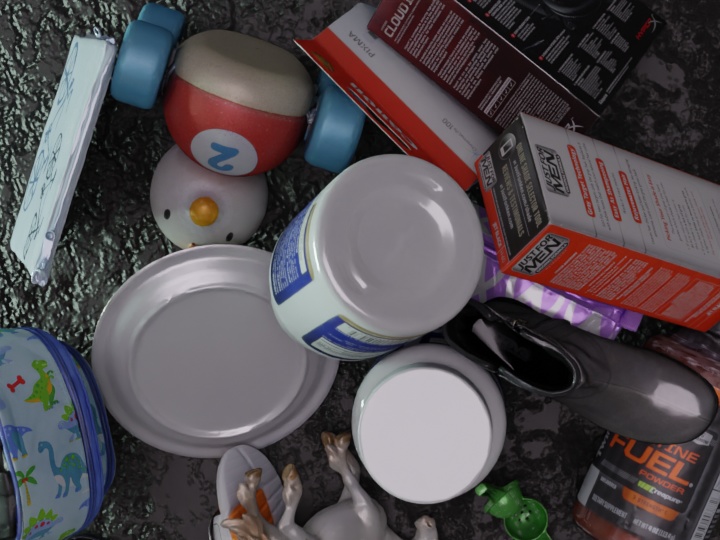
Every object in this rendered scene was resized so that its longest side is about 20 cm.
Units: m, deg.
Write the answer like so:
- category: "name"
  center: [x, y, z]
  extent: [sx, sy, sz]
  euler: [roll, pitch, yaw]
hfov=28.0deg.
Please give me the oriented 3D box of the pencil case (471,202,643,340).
- category: "pencil case"
  center: [0.120, 0.002, 1.131]
  extent: [0.198, 0.086, 0.084]
  euler: [27, 63, 1]

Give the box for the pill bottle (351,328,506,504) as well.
- category: "pill bottle"
  center: [0.052, 0.108, 1.084]
  extent: [0.114, 0.200, 0.117]
  euler: [0, 92, 5]

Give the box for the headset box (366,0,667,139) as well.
- category: "headset box"
  center: [0.112, -0.191, 1.089]
  extent: [0.199, 0.149, 0.077]
  euler: [37, 137, 2]

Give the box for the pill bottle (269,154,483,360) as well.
- category: "pill bottle"
  center: [0.000, 0.000, 1.018]
  extent: [0.118, 0.200, 0.121]
  euler: [3, 79, -16]

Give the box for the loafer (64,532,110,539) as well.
- category: "loafer"
  center: [-0.165, 0.275, 1.178]
  extent: [0.198, 0.063, 0.073]
  euler: [21, 94, 4]

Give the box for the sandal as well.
- category: "sandal"
  center: [-0.085, 0.247, 1.162]
  extent: [0.059, 0.079, 0.209]
  euler: [-22, 83, 32]

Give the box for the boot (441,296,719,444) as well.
- category: "boot"
  center: [0.154, 0.076, 1.020]
  extent: [0.198, 0.132, 0.071]
  euler: [19, 94, 12]

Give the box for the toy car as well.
- category: "toy car"
  center: [-0.111, -0.077, 1.117]
  extent: [0.182, 0.177, 0.202]
  euler: [17, 106, -7]

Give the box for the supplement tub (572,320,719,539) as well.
- category: "supplement tub"
  center: [0.246, 0.123, 1.115]
  extent: [0.106, 0.107, 0.202]
  euler: [23, 94, 4]

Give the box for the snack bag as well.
- category: "snack bag"
  center: [-0.225, -0.093, 1.108]
  extent: [0.021, 0.200, 0.191]
  euler: [18, 93, -20]

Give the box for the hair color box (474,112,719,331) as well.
- category: "hair color box"
  center: [0.183, -0.032, 1.032]
  extent: [0.198, 0.102, 0.061]
  euler: [16, 137, -30]

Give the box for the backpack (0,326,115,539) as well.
- category: "backpack"
  center: [-0.277, 0.131, 1.115]
  extent: [0.199, 0.146, 0.185]
  euler: [-12, 93, 47]

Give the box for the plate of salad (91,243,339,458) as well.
- category: "plate of salad"
  center: [-0.114, 0.063, 1.152]
  extent: [0.197, 0.048, 0.202]
  euler: [-4, 120, -8]

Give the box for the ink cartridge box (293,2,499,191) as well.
- category: "ink cartridge box"
  center: [0.039, -0.130, 1.075]
  extent: [0.163, 0.200, 0.057]
  euler: [45, 98, 1]

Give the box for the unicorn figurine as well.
- category: "unicorn figurine"
  center: [-0.013, 0.202, 1.148]
  extent: [0.198, 0.074, 0.139]
  euler: [-21, 97, -20]

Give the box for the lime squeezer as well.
- category: "lime squeezer"
  center: [0.124, 0.198, 1.134]
  extent: [0.037, 0.071, 0.200]
  euler: [-29, 132, 15]
